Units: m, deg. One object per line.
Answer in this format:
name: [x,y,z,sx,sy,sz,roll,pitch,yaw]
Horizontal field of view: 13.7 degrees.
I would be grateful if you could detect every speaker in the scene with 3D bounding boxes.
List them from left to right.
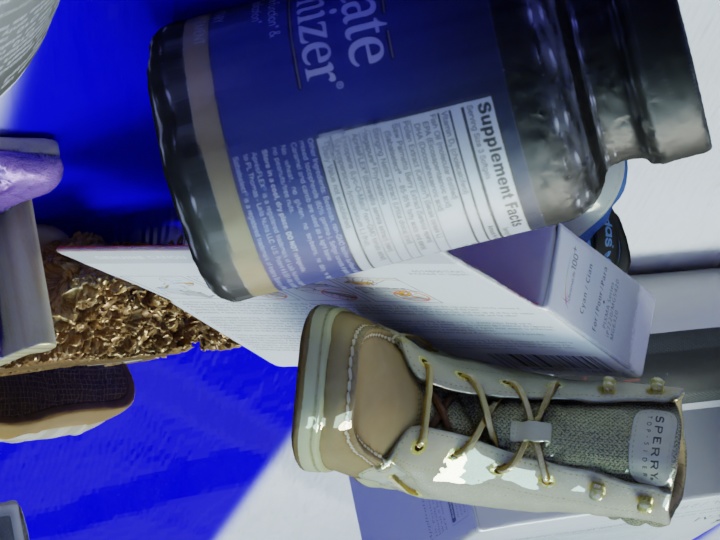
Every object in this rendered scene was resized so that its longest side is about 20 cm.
speaker: [0.143,0.043,1.672,0.200,0.081,0.081,-4,163,-24]

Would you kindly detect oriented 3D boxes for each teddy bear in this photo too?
teddy bear: [-0.120,0.012,1.419,0.145,0.067,0.200,-13,174,40]

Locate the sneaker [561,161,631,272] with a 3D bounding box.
sneaker: [0.089,-0.029,1.372,0.111,0.077,0.200,4,163,-30]

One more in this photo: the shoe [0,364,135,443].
shoe: [-0.187,0.060,1.499,0.053,0.070,0.200,-28,161,24]

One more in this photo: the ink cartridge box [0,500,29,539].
ink cartridge box: [-0.285,0.159,1.372,0.200,0.043,0.198,-5,163,-44]

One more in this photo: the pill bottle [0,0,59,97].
pill bottle: [-0.138,-0.104,0.869,0.114,0.114,0.200,-7,163,-18]

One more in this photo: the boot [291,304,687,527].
boot: [0.059,0.065,1.275,0.155,0.072,0.200,7,170,16]

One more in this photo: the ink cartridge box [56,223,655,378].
ink cartridge box: [0.000,0.000,1.297,0.200,0.045,0.176,0,161,34]

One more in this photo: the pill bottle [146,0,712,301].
pill bottle: [0.028,-0.063,1.146,0.200,0.112,0.112,-14,165,6]

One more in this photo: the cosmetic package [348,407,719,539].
cosmetic package: [0.118,0.115,1.833,0.199,0.123,0.200,-6,165,-19]

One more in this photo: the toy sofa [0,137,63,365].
toy sofa: [-0.211,-0.007,1.218,0.098,0.083,0.200,-23,161,38]
